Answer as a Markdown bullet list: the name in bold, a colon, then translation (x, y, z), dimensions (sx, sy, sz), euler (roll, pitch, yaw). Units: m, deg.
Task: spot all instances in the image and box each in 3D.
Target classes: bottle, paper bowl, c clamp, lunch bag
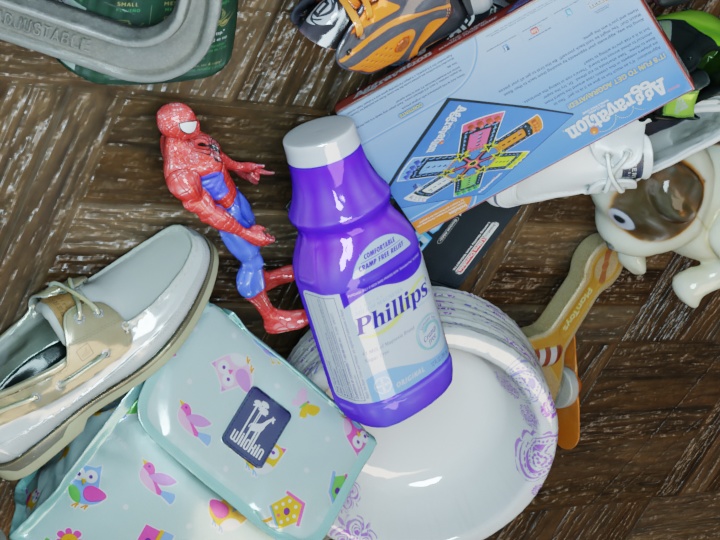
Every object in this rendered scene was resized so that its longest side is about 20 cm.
- **bottle**: translation (0.000, 0.000, 1.189), dimensions (0.084, 0.065, 0.200), euler (-31, 119, -30)
- **paper bowl**: translation (0.037, 0.101, 1.348), dimensions (0.201, 0.104, 0.201), euler (-2, 121, -4)
- **c clamp**: translation (-0.155, -0.174, 0.910), dimensions (0.200, 0.027, 0.171), euler (22, 128, -8)
- **lunch bag**: translation (-0.108, 0.136, 1.236), dimensions (0.170, 0.122, 0.200), euler (40, 96, -14)

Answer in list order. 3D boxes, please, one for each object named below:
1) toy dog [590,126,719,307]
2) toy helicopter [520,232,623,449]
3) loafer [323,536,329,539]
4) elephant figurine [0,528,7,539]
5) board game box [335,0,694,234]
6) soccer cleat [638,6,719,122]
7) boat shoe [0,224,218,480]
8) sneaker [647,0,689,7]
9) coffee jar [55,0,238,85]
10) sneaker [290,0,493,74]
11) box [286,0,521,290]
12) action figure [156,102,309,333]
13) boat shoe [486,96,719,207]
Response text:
- **toy dog**: translation (0.259, -0.064, 1.385), dimensions (0.200, 0.140, 0.194), euler (-8, 132, -34)
- **toy helicopter**: translation (0.153, 0.062, 1.479), dimensions (0.132, 0.079, 0.200), euler (31, 93, -46)
- **loafer**: translation (-0.036, 0.169, 1.422), dimensions (0.200, 0.070, 0.070), euler (-34, 141, -16)
- **elephant figurine**: translation (-0.261, 0.186, 1.129), dimensions (0.155, 0.200, 0.142), euler (-1, 129, -40)
- **board game box**: translation (0.095, -0.109, 1.161), dimensions (0.200, 0.019, 0.103), euler (-28, 112, 18)
- **soccer cleat**: translation (0.176, -0.126, 1.216), dimensions (0.200, 0.081, 0.068), euler (-16, 135, -29)
- **boat shoe**: translation (-0.173, 0.041, 1.162), dimensions (0.200, 0.075, 0.068), euler (-47, 133, -8)
- **sneaker**: translation (0.201, -0.227, 1.218), dimensions (0.200, 0.076, 0.116), euler (16, 120, -49)
- **coffee jar**: translation (-0.105, -0.198, 0.966), dimensions (0.104, 0.085, 0.200), euler (-7, 133, -27)
- **sneaker**: translation (0.006, -0.182, 1.088), dimensions (0.112, 0.078, 0.200), euler (-39, 144, -4)
- **box**: translation (0.064, -0.087, 1.263), dimensions (0.159, 0.046, 0.200), euler (19, 114, -49)
- **action figure**: translation (-0.080, -0.038, 1.167), dimensions (0.052, 0.065, 0.200), euler (-19, 141, 12)
- **boat shoe**: translation (0.173, -0.087, 1.266), dimensions (0.200, 0.065, 0.074), euler (-28, 143, -20)
